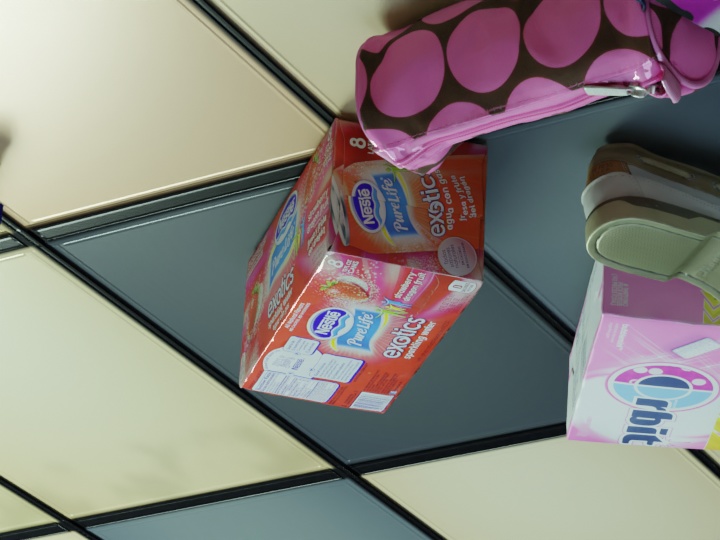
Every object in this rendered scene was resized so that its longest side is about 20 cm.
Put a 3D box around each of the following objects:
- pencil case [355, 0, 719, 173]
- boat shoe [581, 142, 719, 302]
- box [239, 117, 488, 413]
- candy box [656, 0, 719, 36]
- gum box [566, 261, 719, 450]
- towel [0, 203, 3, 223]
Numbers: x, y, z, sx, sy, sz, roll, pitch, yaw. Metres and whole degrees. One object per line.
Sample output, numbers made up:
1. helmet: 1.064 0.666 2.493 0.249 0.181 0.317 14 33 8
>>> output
1. pencil case: 0.090 -0.108 1.588 0.199 0.094 0.091 -17 146 35
2. boat shoe: 0.221 -0.023 1.763 0.199 0.069 0.075 20 140 -28
3. box: 0.000 0.000 1.800 0.099 0.096 0.200 10 151 -14
4. candy box: 0.228 -0.167 1.496 0.199 0.061 0.136 25 145 -35
5. gum box: 0.198 0.049 1.904 0.113 0.066 0.200 5 153 -1
6. towel: -0.329 -0.036 1.826 0.199 0.050 0.148 13 158 -18
